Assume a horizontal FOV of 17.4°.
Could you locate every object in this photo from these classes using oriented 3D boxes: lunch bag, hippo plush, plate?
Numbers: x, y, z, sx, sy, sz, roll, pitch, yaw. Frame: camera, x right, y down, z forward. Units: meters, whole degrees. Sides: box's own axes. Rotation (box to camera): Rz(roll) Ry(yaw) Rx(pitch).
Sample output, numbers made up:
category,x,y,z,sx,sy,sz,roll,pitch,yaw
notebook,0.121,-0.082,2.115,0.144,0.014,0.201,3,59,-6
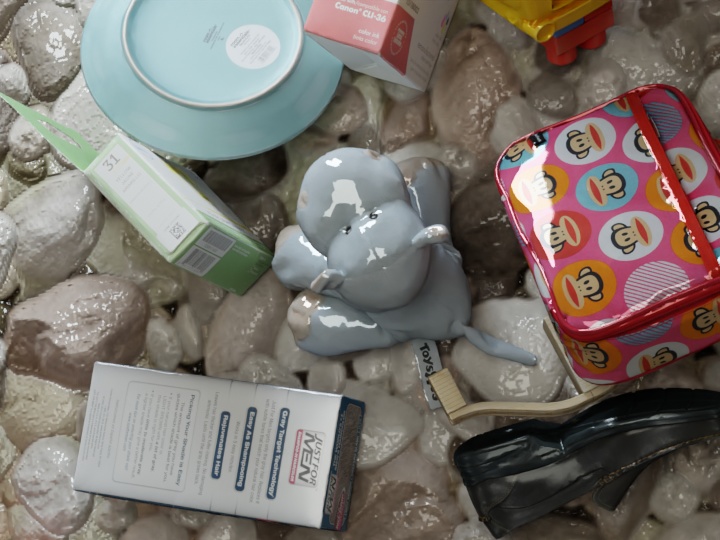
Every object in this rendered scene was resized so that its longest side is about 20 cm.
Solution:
category,x,y,z,sx,sy,sz,roll,pitch,yaw
lunch bag,0.199,-0.031,1.626,0.176,0.082,0.200,-22,49,3
hippo plush,0.000,0.000,1.676,0.159,0.161,0.200,-27,73,12
plate,-0.111,-0.172,1.768,0.200,0.026,0.200,1,59,-2

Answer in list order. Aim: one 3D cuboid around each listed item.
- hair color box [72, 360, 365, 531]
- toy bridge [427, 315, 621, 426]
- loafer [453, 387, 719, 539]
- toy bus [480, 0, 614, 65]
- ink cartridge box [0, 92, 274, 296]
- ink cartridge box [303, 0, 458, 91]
category,x,y,z,sx,sy,sz,roll,pitch,yaw
hair color box,-0.104,0.130,1.741,0.200,0.061,0.100,7,83,20
toy bridge,0.151,0.061,1.658,0.200,0.027,0.067,-26,73,-5
loafer,0.169,0.133,1.654,0.200,0.073,0.072,-15,98,19
toy bus,0.161,-0.249,1.677,0.200,0.192,0.136,-33,45,-17
ink cartridge box,-0.165,-0.071,1.752,0.048,0.146,0.200,-46,70,6
ink cartridge box,0.038,-0.245,1.731,0.067,0.116,0.200,18,87,20
